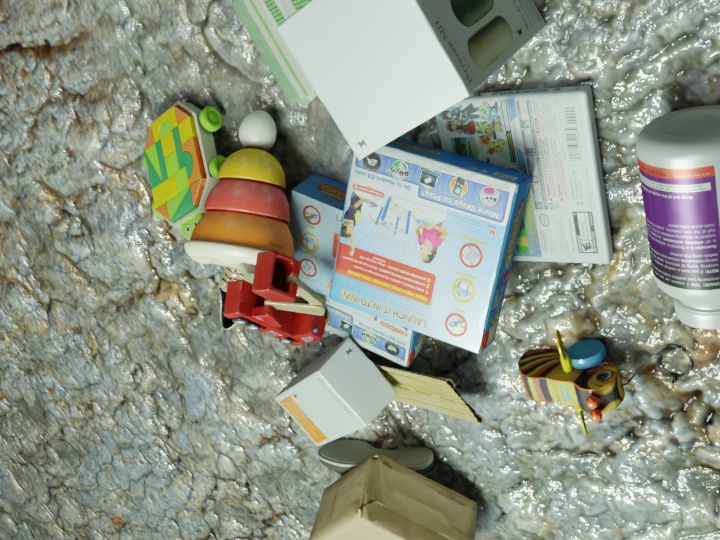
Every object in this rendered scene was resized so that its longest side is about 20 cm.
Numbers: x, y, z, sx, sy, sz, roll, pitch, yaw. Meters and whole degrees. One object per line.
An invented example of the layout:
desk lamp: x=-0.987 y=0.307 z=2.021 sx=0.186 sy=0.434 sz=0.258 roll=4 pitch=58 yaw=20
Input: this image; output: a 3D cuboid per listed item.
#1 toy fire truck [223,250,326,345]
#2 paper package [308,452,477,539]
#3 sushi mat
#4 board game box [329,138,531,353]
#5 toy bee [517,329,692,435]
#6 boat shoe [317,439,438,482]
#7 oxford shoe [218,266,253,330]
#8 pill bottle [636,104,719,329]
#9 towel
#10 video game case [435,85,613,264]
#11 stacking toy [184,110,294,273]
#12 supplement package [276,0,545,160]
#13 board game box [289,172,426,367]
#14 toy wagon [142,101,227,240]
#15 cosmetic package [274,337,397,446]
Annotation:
toy fire truck: x=-0.092 y=0.040 z=1.161 sx=0.139 sy=0.050 sz=0.199 roll=-10 pitch=155 yaw=36
paper package: x=0.044 y=0.371 z=1.343 sx=0.189 sy=0.104 sz=0.200 roll=28 pitch=142 yaw=-12
sushi mat: x=0.070 y=0.159 z=1.251 sx=0.198 sy=0.012 sz=0.096 roll=7 pitch=143 yaw=48
board game box: x=0.075 y=-0.035 z=1.061 sx=0.197 sy=0.056 sz=0.199 roll=19 pitch=112 yaw=22
toy bee: x=0.261 y=0.126 z=1.080 sx=0.199 sy=0.109 sz=0.132 roll=-32 pitch=97 yaw=43
boat shoe: x=0.024 y=0.295 z=1.386 sx=0.197 sy=0.067 sz=0.058 roll=-1 pitch=114 yaw=32
oxford shoe: x=-0.160 y=0.000 z=1.311 sx=0.070 sy=0.074 sz=0.203 roll=24 pitch=127 yaw=22
pill bottle: x=0.335 y=-0.049 z=0.907 sx=0.111 sy=0.112 sz=0.203 roll=2 pitch=120 yaw=33
towel: x=-0.067 y=-0.277 z=1.061 sx=0.154 sy=0.023 sz=0.199 roll=58 pitch=153 yaw=-10
video game case: x=0.182 y=-0.102 z=1.042 sx=0.180 sy=0.022 sz=0.203 roll=3 pitch=121 yaw=33
stacking toy: x=-0.136 y=-0.101 z=1.178 sx=0.144 sy=0.146 sz=0.204 roll=6 pitch=83 yaw=32
supplement package: x=0.055 y=-0.239 z=0.915 sx=0.150 sy=0.200 sz=0.153 roll=-23 pitch=105 yaw=42
board game box: x=0.000 y=0.000 z=1.213 sx=0.198 sy=0.056 sz=0.198 roll=24 pitch=130 yaw=20
toy wagon: x=-0.233 y=-0.121 z=1.253 sx=0.154 sy=0.039 sz=0.203 roll=-25 pitch=73 yaw=42
cosmetic package: x=-0.039 y=0.175 z=1.309 sx=0.102 sy=0.071 sz=0.200 roll=47 pitch=152 yaw=-1
